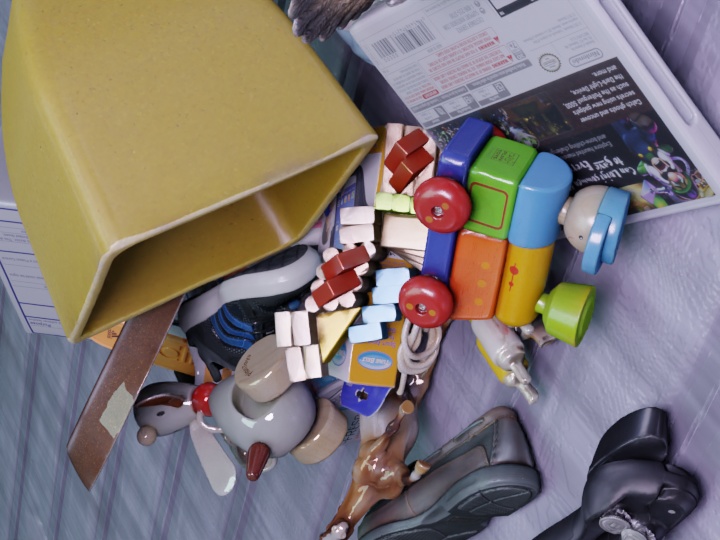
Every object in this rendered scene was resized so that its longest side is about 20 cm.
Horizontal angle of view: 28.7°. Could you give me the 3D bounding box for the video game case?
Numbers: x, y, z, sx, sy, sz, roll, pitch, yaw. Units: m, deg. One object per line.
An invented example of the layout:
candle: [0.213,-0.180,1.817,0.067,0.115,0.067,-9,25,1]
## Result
video game case: [0.101,-0.099,0.814,0.182,0.023,0.200,51,153,-14]

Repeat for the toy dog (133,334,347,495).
toy dog: [-0.103,0.122,1.052,0.132,0.097,0.200,39,143,-11]

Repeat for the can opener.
can opener: [0.151,0.165,0.883,0.063,0.079,0.200,29,140,3]

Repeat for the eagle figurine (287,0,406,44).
eagle figurine: [0.029,-0.230,0.789,0.150,0.152,0.201,-1,87,19]

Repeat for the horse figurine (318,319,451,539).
horse figurine: [0.024,0.102,1.018,0.133,0.050,0.201,122,163,-52]

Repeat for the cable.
cable: [0.066,-0.002,0.953,0.200,0.050,0.097,45,152,41]

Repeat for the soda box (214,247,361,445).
soda box: [-0.052,0.049,1.157,0.200,0.068,0.064,58,143,32]

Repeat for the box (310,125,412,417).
box: [0.000,0.000,1.006,0.119,0.041,0.201,-173,94,-72]

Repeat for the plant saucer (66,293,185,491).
plant saucer: [-0.180,0.073,1.095,0.201,0.034,0.200,-63,6,12]

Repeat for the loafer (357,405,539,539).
loafer: [0.062,0.159,1.024,0.200,0.072,0.063,-39,47,50]

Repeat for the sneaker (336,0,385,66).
sneaker: [0.063,-0.152,0.921,0.200,0.074,0.082,29,166,41]

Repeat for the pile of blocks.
pile of blocks: [0.012,-0.007,0.912,0.082,0.062,0.201,30,95,11]

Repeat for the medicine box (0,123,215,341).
medicine box: [-0.217,-0.027,1.229,0.200,0.181,0.103,83,-162,-54]

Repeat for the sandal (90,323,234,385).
sandal: [-0.150,0.090,1.227,0.079,0.206,0.059,107,177,-57]

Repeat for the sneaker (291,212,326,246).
sneaker: [-0.071,-0.096,1.126,0.200,0.075,0.105,-133,39,-56]

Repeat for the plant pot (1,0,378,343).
plant pot: [-0.140,-0.101,0.940,0.201,0.195,0.194,61,155,9]

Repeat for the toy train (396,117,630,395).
toy train: [0.088,0.016,0.847,0.115,0.085,0.201,19,129,16]

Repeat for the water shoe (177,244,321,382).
water shoe: [-0.073,0.036,1.079,0.200,0.071,0.079,-24,92,61]
